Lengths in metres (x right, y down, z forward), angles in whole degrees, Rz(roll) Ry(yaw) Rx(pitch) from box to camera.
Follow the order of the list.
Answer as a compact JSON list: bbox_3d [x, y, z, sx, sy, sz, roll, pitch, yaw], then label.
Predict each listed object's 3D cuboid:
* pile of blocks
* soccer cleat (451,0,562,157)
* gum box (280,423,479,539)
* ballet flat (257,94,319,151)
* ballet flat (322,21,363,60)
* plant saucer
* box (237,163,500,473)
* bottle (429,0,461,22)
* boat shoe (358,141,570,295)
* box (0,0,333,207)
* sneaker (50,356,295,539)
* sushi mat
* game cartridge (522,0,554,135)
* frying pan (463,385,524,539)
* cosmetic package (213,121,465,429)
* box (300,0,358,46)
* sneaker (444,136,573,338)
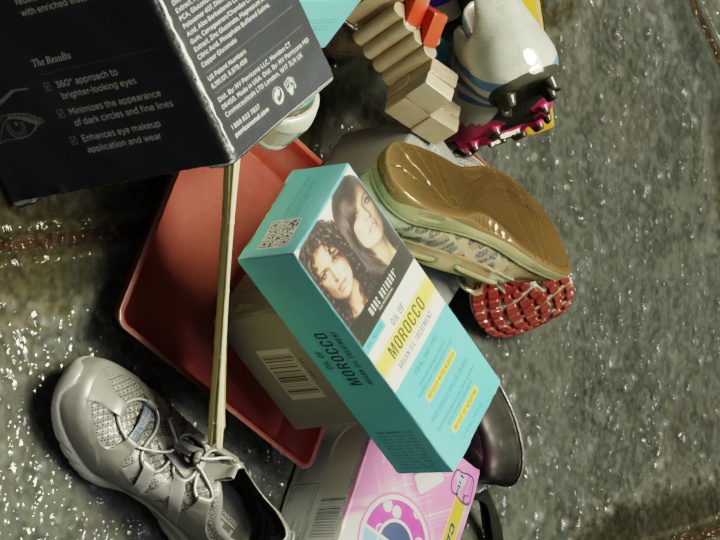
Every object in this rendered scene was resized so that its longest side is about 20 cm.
[{"bbox_3d":[0.027,-0.186,1.631,0.082,0.062,0.200,-29,89,-45],"label":"pile of blocks"},{"bbox_3d":[0.095,-0.139,1.677,0.070,0.200,0.086,-20,82,-10],"label":"soccer cleat"},{"bbox_3d":[0.000,0.200,1.675,0.113,0.066,0.200,40,57,-36],"label":"gum box"},{"bbox_3d":[-0.107,-0.151,1.584,0.200,0.069,0.069,46,41,15],"label":"ballet flat"},{"bbox_3d":[-0.040,-0.228,1.692,0.200,0.067,0.068,47,52,-33],"label":"ballet flat"},{"bbox_3d":[-0.077,0.002,1.641,0.200,0.037,0.200,41,55,-37],"label":"plant saucer"},{"bbox_3d":[0.009,0.033,1.539,0.200,0.049,0.082,54,49,-31],"label":"box"},{"bbox_3d":[0.021,-0.271,1.759,0.083,0.065,0.200,-23,104,-13],"label":"bottle"},{"bbox_3d":[0.063,-0.030,1.616,0.200,0.063,0.073,23,39,-44],"label":"boat shoe"},{"bbox_3d":[-0.153,-0.161,1.456,0.117,0.197,0.200,-44,116,-43],"label":"box"},{"bbox_3d":[-0.113,0.118,1.548,0.200,0.082,0.075,44,54,-35],"label":"sneaker"},{"bbox_3d":[-0.085,0.007,1.525,0.096,0.012,0.200,-110,-157,-82],"label":"sushi mat"},{"bbox_3d":[0.094,-0.221,1.754,0.200,0.032,0.176,77,-4,-56],"label":"game cartridge"},{"bbox_3d":[0.074,0.128,1.782,0.031,0.190,0.115,-23,59,-24],"label":"frying pan"},{"bbox_3d":[0.000,0.000,1.638,0.107,0.090,0.200,52,52,-26],"label":"cosmetic package"},{"bbox_3d":[-0.091,-0.228,1.558,0.082,0.049,0.200,-9,56,-51],"label":"box"},{"bbox_3d":[0.100,-0.025,1.810,0.200,0.078,0.082,59,10,-45],"label":"sneaker"}]
